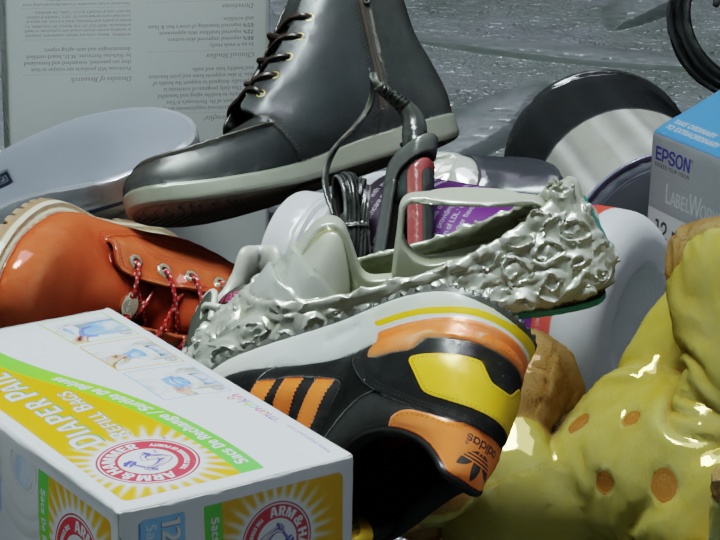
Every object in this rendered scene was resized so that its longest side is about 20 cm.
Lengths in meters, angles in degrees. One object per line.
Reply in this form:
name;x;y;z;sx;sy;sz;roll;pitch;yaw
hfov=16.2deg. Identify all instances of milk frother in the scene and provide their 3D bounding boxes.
milk frother;0.187;-0.075;1.420;0.180;0.201;0.188;2;18;-9

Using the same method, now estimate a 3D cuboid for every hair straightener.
hair straightener;0.000;0.000;1.223;0.077;0.201;0.041;-9;-19;24

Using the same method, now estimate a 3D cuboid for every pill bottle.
pill bottle;0.051;0.011;1.283;0.200;0.113;0.112;11;21;29

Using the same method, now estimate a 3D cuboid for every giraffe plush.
giraffe plush;0.102;0.079;1.068;0.162;0.173;0.200;-4;51;21

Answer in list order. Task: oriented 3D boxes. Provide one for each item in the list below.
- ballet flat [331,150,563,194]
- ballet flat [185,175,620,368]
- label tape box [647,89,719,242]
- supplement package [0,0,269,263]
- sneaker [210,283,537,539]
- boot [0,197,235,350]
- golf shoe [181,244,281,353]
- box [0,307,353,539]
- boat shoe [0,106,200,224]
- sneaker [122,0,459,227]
ballet flat;0.027;-0.028;1.392;0.073;0.073;0.200;-14;-1;-38
ballet flat;0.014;-0.001;1.125;0.199;0.072;0.072;-13;17;3
label tape box;0.204;-0.022;1.249;0.066;0.201;0.143;-9;20;-26
supplement package;-0.136;-0.106;1.499;0.151;0.201;0.151;-2;17;-9
sneaker;-0.016;0.076;1.011;0.200;0.070;0.090;-27;38;42
boot;-0.116;0.011;1.309;0.107;0.075;0.200;19;10;27
golf shoe;-0.066;0.055;1.189;0.077;0.088;0.200;3;19;3
box;-0.097;0.100;1.002;0.101;0.113;0.200;-11;22;-32
boat shoe;-0.179;-0.029;1.399;0.200;0.065;0.074;-20;39;-2
sneaker;-0.051;-0.093;1.363;0.200;0.106;0.075;-17;-5;-29
